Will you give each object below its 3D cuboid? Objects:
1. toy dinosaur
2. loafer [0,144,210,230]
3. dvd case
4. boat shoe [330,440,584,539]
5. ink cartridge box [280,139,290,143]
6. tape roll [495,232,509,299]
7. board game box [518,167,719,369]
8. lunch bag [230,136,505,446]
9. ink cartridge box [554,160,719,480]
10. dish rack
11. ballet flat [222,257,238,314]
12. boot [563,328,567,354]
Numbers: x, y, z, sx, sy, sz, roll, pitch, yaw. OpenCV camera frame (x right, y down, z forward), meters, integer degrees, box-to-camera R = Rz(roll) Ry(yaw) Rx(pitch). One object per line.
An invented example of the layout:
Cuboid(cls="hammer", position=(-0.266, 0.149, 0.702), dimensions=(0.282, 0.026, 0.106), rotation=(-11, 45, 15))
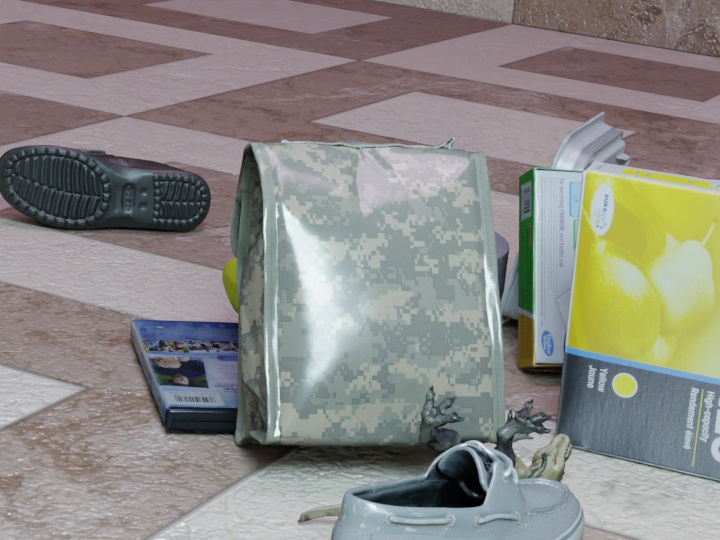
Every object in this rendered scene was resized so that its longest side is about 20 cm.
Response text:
Cuboid(cls="toy dinosaur", position=(0.063, 0.115, 1.116), dimensions=(0.198, 0.089, 0.048), rotation=(-5, 42, -30))
Cuboid(cls="loafer", position=(-0.241, -0.074, 1.717), dimensions=(0.198, 0.074, 0.071), rotation=(11, 8, -15))
Cuboid(cls="dvd case", position=(-0.083, 0.074, 1.321), dimensions=(0.141, 0.018, 0.200), rotation=(3, 15, -15))
Cuboid(cls="boat shoe", position=(0.062, 0.136, 1.047), dimensions=(0.070, 0.072, 0.200), rotation=(19, 18, 41))
Cuboid(cls="ink cartridge box", position=(0.000, 0.000, 1.358), dimensions=(0.118, 0.201, 0.042), rotation=(18, 56, 23))
Cuboid(cls="tape roll", position=(0.023, -0.001, 1.542), dimensions=(0.198, 0.067, 0.200), rotation=(6, 16, -2))
Cuboid(cls="board game box", position=(0.222, 0.003, 1.437), dimensions=(0.197, 0.155, 0.040), rotation=(3, -7, -12))
Cuboid(cls="lunch bag", position=(0.002, 0.013, 1.198), dimensions=(0.162, 0.203, 0.117), rotation=(1, -5, -15))
Cuboid(cls="ink cartridge box", position=(0.236, 0.040, 1.223), dimensions=(0.198, 0.200, 0.047), rotation=(11, 19, 21))
Cuboid(cls="dish rack", position=(0.178, -0.040, 1.557), dimensions=(0.043, 0.173, 0.200), rotation=(22, 17, 12))
Cuboid(cls="ballet flat", position=(-0.031, 0.038, 1.333), dimensions=(0.198, 0.067, 0.067), rotation=(16, 40, 27))
Cuboid(cls="boot", position=(0.264, 0.073, 1.364), dimensions=(0.202, 0.074, 0.153), rotation=(18, 16, 24))
